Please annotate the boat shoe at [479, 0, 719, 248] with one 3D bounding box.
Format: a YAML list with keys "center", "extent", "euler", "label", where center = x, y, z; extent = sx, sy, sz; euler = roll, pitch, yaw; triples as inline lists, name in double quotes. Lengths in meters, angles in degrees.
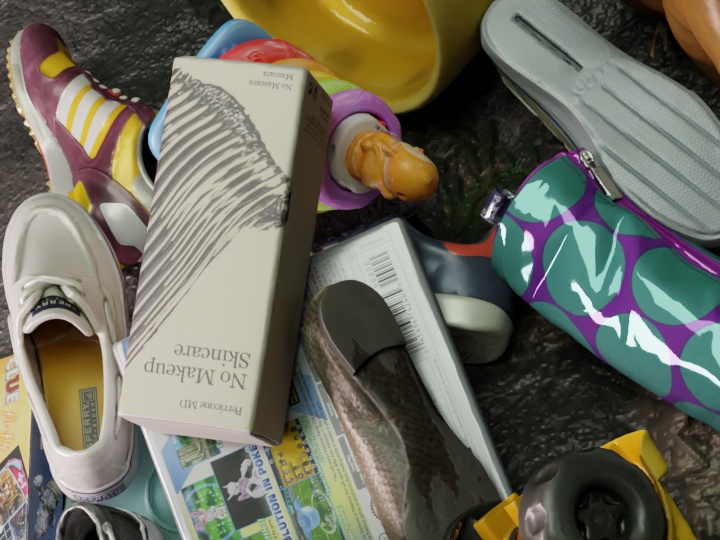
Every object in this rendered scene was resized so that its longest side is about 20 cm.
- center: [0.150, -0.087, 1.277]
  extent: [0.072, 0.062, 0.200]
  euler: [-42, 70, -4]
  label: "boat shoe"

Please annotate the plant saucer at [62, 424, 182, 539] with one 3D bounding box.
- center: [-0.092, 0.128, 1.287]
  extent: [0.199, 0.027, 0.201]
  euler: [-13, 56, 19]
  label: "plant saucer"

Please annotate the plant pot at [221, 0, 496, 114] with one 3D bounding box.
- center: [0.026, -0.231, 1.359]
  extent: [0.200, 0.201, 0.189]
  euler: [23, 58, 35]
  label: "plant pot"

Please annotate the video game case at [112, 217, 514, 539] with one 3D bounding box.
- center: [-0.022, 0.097, 1.222]
  extent: [0.181, 0.022, 0.201]
  euler: [-23, 77, 7]
  label: "video game case"

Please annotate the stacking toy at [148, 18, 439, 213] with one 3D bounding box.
- center: [-0.020, -0.073, 1.290]
  extent: [0.199, 0.116, 0.110]
  euler: [18, 68, 52]
  label: "stacking toy"

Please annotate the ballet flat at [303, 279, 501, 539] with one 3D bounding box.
- center: [0.022, 0.100, 1.180]
  extent: [0.067, 0.046, 0.201]
  euler: [-21, 79, -33]
  label: "ballet flat"

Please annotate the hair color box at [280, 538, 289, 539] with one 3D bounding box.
- center: [-0.048, 0.243, 1.089]
  extent: [0.060, 0.099, 0.202]
  euler: [-15, 88, 15]
  label: "hair color box"

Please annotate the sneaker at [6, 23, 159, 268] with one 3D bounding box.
- center: [-0.164, -0.090, 1.433]
  extent: [0.090, 0.075, 0.201]
  euler: [-27, 61, 9]
  label: "sneaker"

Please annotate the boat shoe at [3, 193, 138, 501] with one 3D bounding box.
- center: [-0.174, 0.033, 1.296]
  extent: [0.070, 0.070, 0.201]
  euler: [-11, 62, -1]
  label: "boat shoe"

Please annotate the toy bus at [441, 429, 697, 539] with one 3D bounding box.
- center: [0.093, 0.204, 1.052]
  extent: [0.199, 0.136, 0.193]
  euler: [-33, 87, -30]
  label: "toy bus"

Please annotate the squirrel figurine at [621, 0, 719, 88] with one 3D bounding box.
- center: [0.186, -0.187, 1.245]
  extent: [0.142, 0.200, 0.186]
  euler: [-53, 40, 0]
  label: "squirrel figurine"

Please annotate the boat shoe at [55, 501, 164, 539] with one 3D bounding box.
- center: [-0.139, 0.225, 1.204]
  extent: [0.073, 0.068, 0.201]
  euler: [-8, 71, 26]
  label: "boat shoe"

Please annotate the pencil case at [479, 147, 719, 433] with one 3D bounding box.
- center: [0.162, 0.013, 1.183]
  extent: [0.200, 0.085, 0.093]
  euler: [35, 120, 28]
  label: "pencil case"

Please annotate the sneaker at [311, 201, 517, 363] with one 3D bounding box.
- center: [0.000, 0.000, 1.295]
  extent: [0.198, 0.075, 0.085]
  euler: [7, 65, 18]
  label: "sneaker"

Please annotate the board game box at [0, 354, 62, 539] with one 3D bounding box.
- center: [-0.241, 0.157, 1.325]
  extent: [0.135, 0.035, 0.201]
  euler: [-19, 54, 24]
  label: "board game box"

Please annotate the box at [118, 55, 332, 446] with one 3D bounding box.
- center: [-0.072, -0.010, 1.203]
  extent: [0.082, 0.068, 0.202]
  euler: [5, 80, 12]
  label: "box"
